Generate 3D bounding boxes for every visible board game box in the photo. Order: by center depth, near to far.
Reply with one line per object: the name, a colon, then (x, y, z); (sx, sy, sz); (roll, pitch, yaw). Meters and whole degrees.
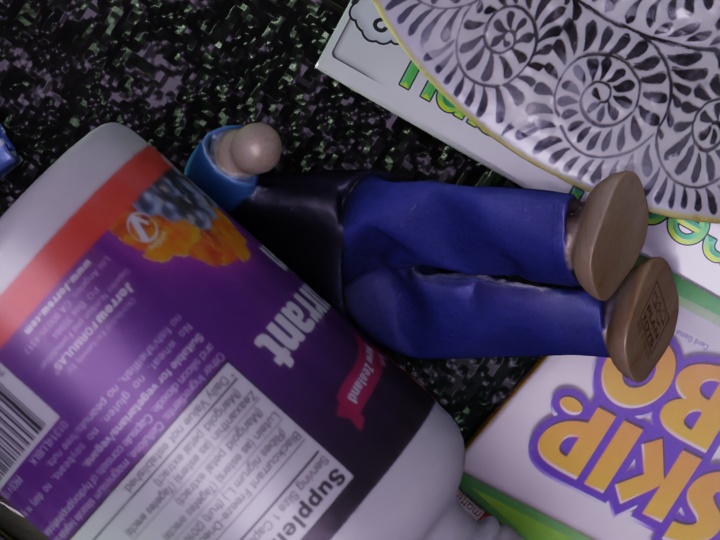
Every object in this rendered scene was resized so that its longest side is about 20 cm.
board game box: (0.100, -0.073, 0.848); (0.199, 0.035, 0.127); (30, 97, 14)
board game box: (0.116, 0.037, 0.879); (0.095, 0.030, 0.200); (41, 101, 3)

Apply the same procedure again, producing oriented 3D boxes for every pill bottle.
pill bottle: (-0.038, 0.059, 0.809); (0.200, 0.111, 0.111); (42, 99, -2)

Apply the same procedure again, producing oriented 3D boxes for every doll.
doll: (0.000, 0.000, 0.850); (0.199, 0.049, 0.137); (6, 141, 30)

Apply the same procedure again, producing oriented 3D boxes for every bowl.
bowl: (0.101, -0.119, 0.766); (0.200, 0.094, 0.201); (19, 138, 18)

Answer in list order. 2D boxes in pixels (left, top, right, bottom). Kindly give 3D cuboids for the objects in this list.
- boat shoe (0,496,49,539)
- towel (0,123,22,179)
boat shoe: (-0.061, 0.098, 0.888); (0.200, 0.066, 0.072); (24, 98, 5)
towel: (-0.226, -0.084, 0.914); (0.144, 0.024, 0.201); (-32, 91, 10)
